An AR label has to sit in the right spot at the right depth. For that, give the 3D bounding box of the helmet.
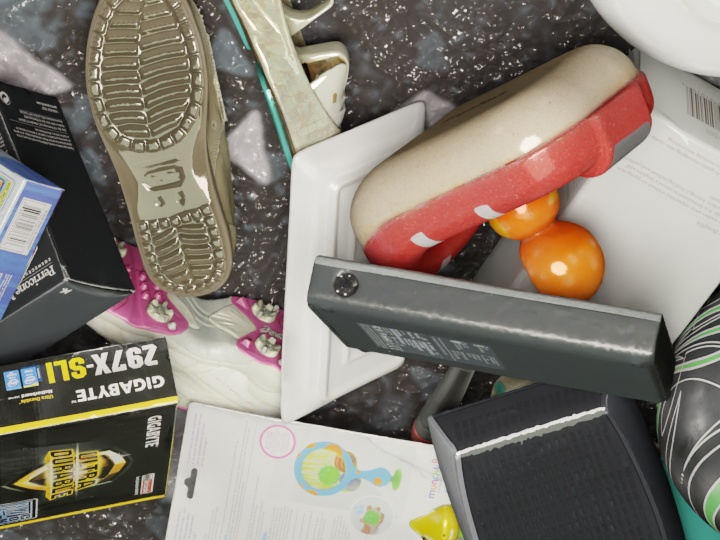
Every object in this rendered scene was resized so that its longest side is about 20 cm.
[{"bbox_3d":[0.275,0.085,1.607,0.191,0.200,0.200,35,120,-28],"label":"helmet"}]

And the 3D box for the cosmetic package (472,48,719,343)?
[{"bbox_3d":[0.161,-0.021,1.609,0.113,0.081,0.200,28,122,-14],"label":"cosmetic package"}]

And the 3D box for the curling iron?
[{"bbox_3d":[0.055,0.101,1.693,0.050,0.026,0.200,10,145,-1],"label":"curling iron"}]

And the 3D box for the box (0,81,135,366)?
[{"bbox_3d":[-0.254,-0.002,1.605,0.200,0.141,0.079,-31,158,22],"label":"box"}]

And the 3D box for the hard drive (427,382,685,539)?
[{"bbox_3d":[0.130,0.159,1.657,0.135,0.042,0.200,-17,122,8],"label":"hard drive"}]

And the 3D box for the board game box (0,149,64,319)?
[{"bbox_3d":[-0.292,-0.004,1.554,0.043,0.199,0.200,17,103,-58],"label":"board game box"}]

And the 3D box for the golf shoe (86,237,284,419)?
[{"bbox_3d":[-0.124,0.047,1.678,0.200,0.075,0.092,25,126,-12],"label":"golf shoe"}]

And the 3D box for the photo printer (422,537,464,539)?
[{"bbox_3d":[0.066,0.239,1.790,0.200,0.069,0.167,-4,130,6],"label":"photo printer"}]

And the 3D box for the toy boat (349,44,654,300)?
[{"bbox_3d":[0.093,-0.036,1.520,0.200,0.130,0.131,-24,99,45],"label":"toy boat"}]

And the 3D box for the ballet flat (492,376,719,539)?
[{"bbox_3d":[0.163,0.126,1.715,0.200,0.062,0.067,40,93,-25],"label":"ballet flat"}]

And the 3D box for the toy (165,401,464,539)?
[{"bbox_3d":[-0.018,0.146,1.706,0.200,0.047,0.115,11,112,1],"label":"toy"}]

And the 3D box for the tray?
[{"bbox_3d":[0.000,0.000,1.627,0.022,0.107,0.200,33,134,36],"label":"tray"}]

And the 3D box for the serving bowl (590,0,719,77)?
[{"bbox_3d":[0.216,-0.190,1.500,0.200,0.066,0.200,2,123,3],"label":"serving bowl"}]

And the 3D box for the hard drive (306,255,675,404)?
[{"bbox_3d":[0.080,0.036,1.533,0.200,0.033,0.140,10,169,12],"label":"hard drive"}]

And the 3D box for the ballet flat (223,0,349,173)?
[{"bbox_3d":[-0.038,-0.134,1.555,0.062,0.067,0.200,-18,122,7],"label":"ballet flat"}]

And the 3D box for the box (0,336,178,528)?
[{"bbox_3d":[-0.198,0.107,1.647,0.159,0.049,0.200,-8,160,-10],"label":"box"}]

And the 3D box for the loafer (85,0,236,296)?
[{"bbox_3d":[-0.118,-0.085,1.593,0.076,0.068,0.200,-6,108,6],"label":"loafer"}]
